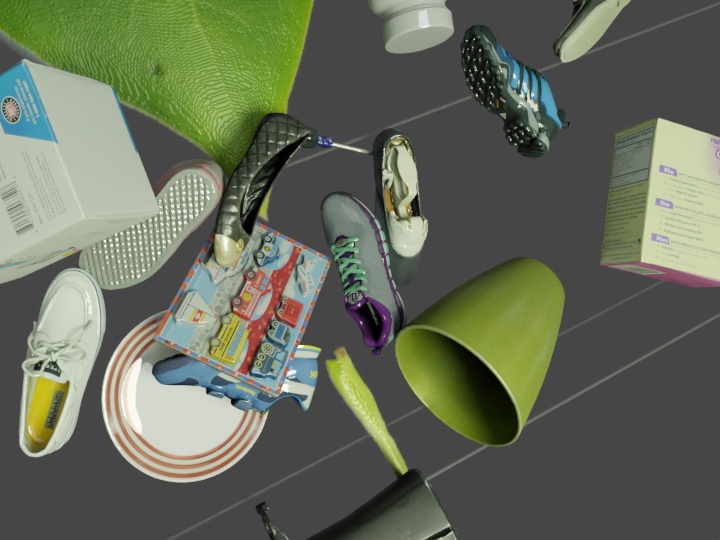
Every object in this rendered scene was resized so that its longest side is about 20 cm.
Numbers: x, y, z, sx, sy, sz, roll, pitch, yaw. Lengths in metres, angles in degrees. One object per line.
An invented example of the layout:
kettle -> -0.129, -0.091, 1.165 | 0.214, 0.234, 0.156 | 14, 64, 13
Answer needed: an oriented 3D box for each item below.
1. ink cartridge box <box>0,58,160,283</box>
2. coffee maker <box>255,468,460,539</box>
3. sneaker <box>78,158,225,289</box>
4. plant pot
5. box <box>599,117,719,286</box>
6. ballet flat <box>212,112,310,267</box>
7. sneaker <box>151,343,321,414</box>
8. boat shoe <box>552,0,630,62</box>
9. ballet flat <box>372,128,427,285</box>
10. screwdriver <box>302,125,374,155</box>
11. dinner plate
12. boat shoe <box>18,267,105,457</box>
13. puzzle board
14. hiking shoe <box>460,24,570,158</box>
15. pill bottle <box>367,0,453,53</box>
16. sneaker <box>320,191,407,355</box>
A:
ink cartridge box -> -0.338, -0.085, 0.659 | 0.195, 0.145, 0.151 | -21, 93, 13
coffee maker -> 0.007, 0.325, 0.788 | 0.197, 0.134, 0.196 | -28, 95, -17
sneaker -> -0.234, -0.059, 0.772 | 0.198, 0.105, 0.076 | -36, 108, 14
plant pot -> 0.173, 0.079, 0.840 | 0.200, 0.186, 0.189 | -43, 100, -29
box -> 0.459, -0.093, 0.965 | 0.171, 0.096, 0.206 | 10, 85, -16
ballet flat -> -0.118, -0.097, 0.767 | 0.055, 0.067, 0.205 | 18, 74, 12
sneaker -> -0.139, 0.126, 0.762 | 0.194, 0.074, 0.085 | 1, 90, -16
boat shoe -> 0.341, -0.390, 0.969 | 0.067, 0.072, 0.201 | 36, 83, 25
ballet flat -> 0.052, -0.081, 0.847 | 0.071, 0.073, 0.207 | -7, 93, -17
screwdriver -> -0.021, -0.163, 0.856 | 0.194, 0.029, 0.029 | 8, 67, -16
dinner plate -> -0.205, 0.146, 0.789 | 0.194, 0.024, 0.207 | 1, 88, -16
boat shoe -> -0.332, 0.100, 0.712 | 0.073, 0.086, 0.208 | 15, 88, -10
puzzle board -> -0.127, 0.028, 0.762 | 0.148, 0.017, 0.203 | 26, 51, -7
hiking shoe -> 0.211, -0.257, 0.917 | 0.087, 0.074, 0.202 | -44, 110, -22
pill bottle -> 0.056, -0.396, 0.846 | 0.113, 0.116, 0.206 | -11, 91, -17
sneaker -> 0.000, 0.000, 0.815 | 0.073, 0.087, 0.204 | -23, 95, 22
